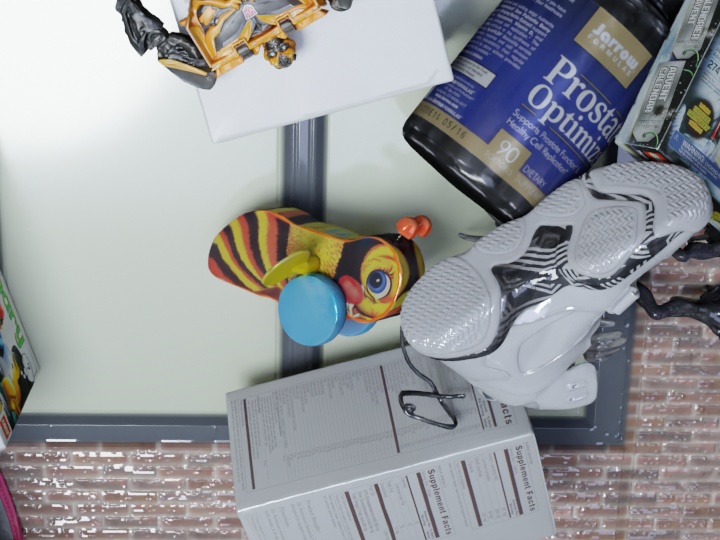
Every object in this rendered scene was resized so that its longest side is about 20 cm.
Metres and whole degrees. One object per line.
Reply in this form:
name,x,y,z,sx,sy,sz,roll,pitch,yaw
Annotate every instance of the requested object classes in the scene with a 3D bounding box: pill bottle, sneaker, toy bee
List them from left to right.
toy bee,0.000,0.000,0.971,0.199,0.131,0.109,26,107,3
pill bottle,0.127,-0.130,0.933,0.112,0.112,0.200,38,92,-14
sneaker,0.133,0.015,0.901,0.200,0.075,0.115,-28,134,16

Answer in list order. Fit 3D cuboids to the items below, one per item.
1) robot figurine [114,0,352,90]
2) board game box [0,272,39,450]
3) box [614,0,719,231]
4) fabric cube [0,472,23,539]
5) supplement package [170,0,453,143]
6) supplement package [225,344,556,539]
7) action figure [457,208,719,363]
robot figurine,-0.091,-0.197,0.817,0.145,0.058,0.200,-29,107,8
board game box,-0.269,0.007,0.963,0.034,0.126,0.201,-16,110,3
box,0.258,-0.091,0.934,0.200,0.040,0.137,32,81,-37
fabric cube,-0.365,0.172,0.979,0.199,0.200,0.197,-16,110,5
supplement package,-0.044,-0.202,0.908,0.155,0.111,0.201,-14,108,2
supplement package,0.020,0.133,1.012,0.199,0.114,0.110,-14,131,3
action figure,0.170,-0.007,0.992,0.199,0.102,0.119,10,110,-10
